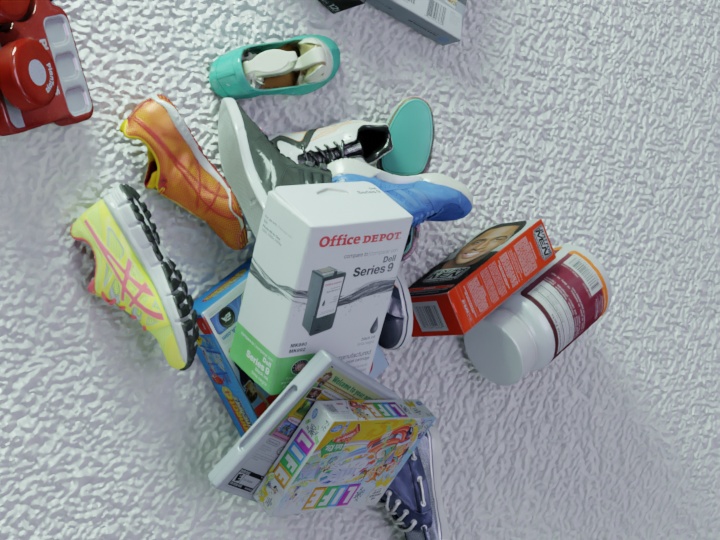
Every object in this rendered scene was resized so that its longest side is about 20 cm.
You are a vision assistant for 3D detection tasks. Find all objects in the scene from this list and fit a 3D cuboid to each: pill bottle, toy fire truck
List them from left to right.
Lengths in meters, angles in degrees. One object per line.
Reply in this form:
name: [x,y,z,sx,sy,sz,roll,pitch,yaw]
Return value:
toy fire truck: [-0.343,-0.233,1.352,0.168,0.111,0.203,-33,110,-62]
pill bottle: [0.232,0.059,1.800,0.199,0.113,0.116,-35,108,-37]

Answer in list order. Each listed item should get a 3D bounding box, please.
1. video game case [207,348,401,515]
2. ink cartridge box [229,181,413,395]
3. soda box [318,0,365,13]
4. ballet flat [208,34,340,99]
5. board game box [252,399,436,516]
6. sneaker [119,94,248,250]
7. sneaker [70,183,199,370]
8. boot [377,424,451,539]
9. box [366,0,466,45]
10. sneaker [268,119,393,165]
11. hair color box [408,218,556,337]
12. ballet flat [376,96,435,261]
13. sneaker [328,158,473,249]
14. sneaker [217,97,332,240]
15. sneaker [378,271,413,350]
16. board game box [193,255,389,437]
video game case: [-0.056,0.181,1.494,0.182,0.022,0.200,-48,150,3]
ink cartridge box: [-0.043,0.016,1.456,0.144,0.084,0.203,-8,124,-40]
soda box: [-0.069,-0.391,1.613,0.199,0.063,0.072,35,65,-32]
ballet flat: [-0.081,-0.235,1.585,0.198,0.070,0.068,-19,98,-40]
board game box: [-0.014,0.204,1.518,0.199,0.034,0.135,6,123,-54]
sneaker: [-0.191,-0.097,1.495,0.077,0.073,0.201,-38,115,-6]
sneaker: [-0.235,0.017,1.431,0.089,0.078,0.202,-25,94,5]
boot: [0.052,0.285,1.665,0.089,0.072,0.203,1,77,-33]
box: [0.080,-0.413,1.758,0.155,0.041,0.203,21,74,-38]
sneaker: [-0.045,-0.137,1.604,0.199,0.079,0.075,-27,106,-37]
hair color box: [0.148,0.009,1.741,0.199,0.101,0.062,-36,109,-37]
ballet flat: [0.051,-0.111,1.692,0.068,0.071,0.204,6,90,0]
sneaker: [0.049,-0.056,1.582,0.198,0.077,0.113,11,54,-31]
sneaker: [-0.091,-0.112,1.519,0.098,0.071,0.202,-10,58,-25]
sneaker: [0.000,0.000,1.632,0.079,0.078,0.203,-9,81,-45]
board game box: [-0.084,0.081,1.566,0.199,0.055,0.198,-38,111,-36]
